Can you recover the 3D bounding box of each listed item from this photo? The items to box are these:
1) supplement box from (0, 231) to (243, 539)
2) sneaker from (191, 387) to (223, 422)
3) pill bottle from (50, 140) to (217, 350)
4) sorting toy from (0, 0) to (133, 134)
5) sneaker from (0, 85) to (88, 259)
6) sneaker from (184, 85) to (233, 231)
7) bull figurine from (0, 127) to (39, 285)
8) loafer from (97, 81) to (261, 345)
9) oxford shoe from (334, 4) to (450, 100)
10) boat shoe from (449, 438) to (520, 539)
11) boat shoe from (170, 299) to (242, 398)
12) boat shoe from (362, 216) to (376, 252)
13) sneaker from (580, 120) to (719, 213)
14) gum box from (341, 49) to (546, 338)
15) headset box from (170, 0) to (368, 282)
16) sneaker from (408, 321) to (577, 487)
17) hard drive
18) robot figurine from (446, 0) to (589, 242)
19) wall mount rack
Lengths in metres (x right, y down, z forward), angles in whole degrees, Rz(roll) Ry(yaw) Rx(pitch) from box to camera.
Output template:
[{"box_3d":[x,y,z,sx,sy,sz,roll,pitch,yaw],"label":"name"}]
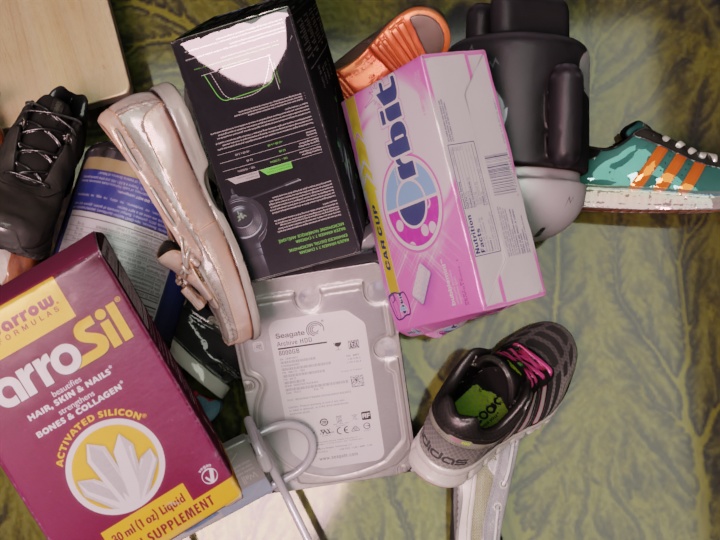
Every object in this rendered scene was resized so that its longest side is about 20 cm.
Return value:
[{"box_3d":[-0.186,0.094,0.772,0.130,0.103,0.201,-31,104,-8],"label":"supplement box"},{"box_3d":[-0.168,0.124,0.965,0.095,0.079,0.202,-27,95,-6],"label":"sneaker"},{"box_3d":[-0.192,0.010,0.877,0.111,0.112,0.202,16,81,3],"label":"pill bottle"},{"box_3d":[-0.316,-0.219,0.989,0.197,0.070,0.202,-16,85,0],"label":"sorting toy"},{"box_3d":[-0.246,-0.081,0.829,0.075,0.201,0.091,22,114,-18],"label":"sneaker"},{"box_3d":[-0.135,-0.107,0.975,0.079,0.074,0.203,-12,79,35],"label":"sneaker"},{"box_3d":[-0.320,-0.053,0.921,0.064,0.122,0.202,1,127,17],"label":"bull figurine"},{"box_3d":[-0.133,-0.033,0.816,0.062,0.072,0.202,-23,103,-20],"label":"loafer"},{"box_3d":[-0.002,-0.160,0.984,0.199,0.073,0.072,-33,105,16],"label":"oxford shoe"},{"box_3d":[0.110,0.215,0.947,0.064,0.074,0.204,1,78,2],"label":"boat shoe"},{"box_3d":[-0.175,0.025,0.966,0.200,0.074,0.060,41,81,8],"label":"boat shoe"},{"box_3d":[0.000,0.000,0.968,0.200,0.072,0.068,-43,117,8],"label":"boat shoe"},{"box_3d":[0.263,-0.090,0.963,0.197,0.071,0.081,2,90,3],"label":"sneaker"},{"box_3d":[0.062,-0.053,0.850,0.066,0.113,0.202,-11,86,-34],"label":"gum box"},{"box_3d":[-0.059,-0.107,0.876,0.092,0.174,0.202,-15,108,8],"label":"headset box"},{"box_3d":[0.121,0.094,0.912,0.074,0.088,0.199,41,53,21],"label":"sneaker"},{"box_3d":[-0.030,0.087,0.934,0.138,0.038,0.202,-8,111,0],"label":"hard drive"},{"box_3d":[0.126,-0.123,0.917,0.123,0.150,0.203,1,88,15],"label":"robot figurine"},{"box_3d":[-0.109,0.217,0.908,0.198,0.075,0.175,-26,123,-6],"label":"wall mount rack"}]
